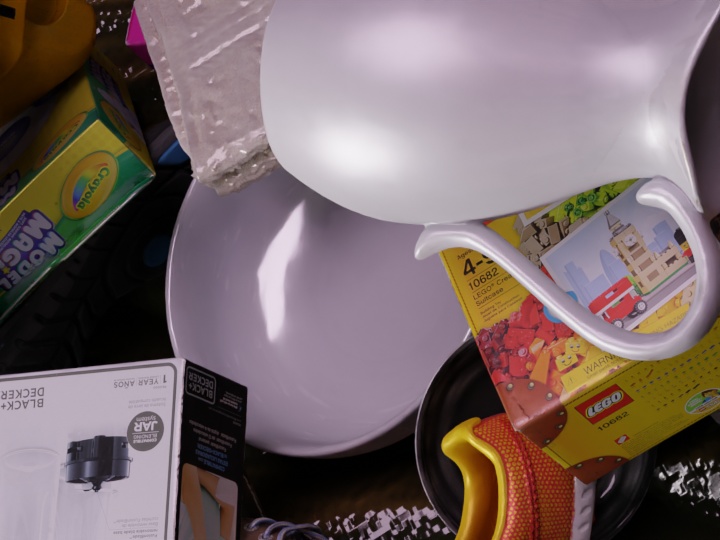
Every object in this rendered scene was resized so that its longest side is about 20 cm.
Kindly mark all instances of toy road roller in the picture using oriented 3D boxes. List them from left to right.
[{"bbox_3d":[-0.211,-0.107,1.412,0.123,0.146,0.201,-33,41,33],"label":"toy road roller"}]

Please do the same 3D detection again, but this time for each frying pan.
[{"bbox_3d":[0.088,0.116,1.308,0.114,0.031,0.191,-12,92,-7],"label":"frying pan"}]

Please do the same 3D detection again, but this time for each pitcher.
[{"bbox_3d":[0.061,-0.053,1.175,0.199,0.121,0.173,4,84,20],"label":"pitcher"}]

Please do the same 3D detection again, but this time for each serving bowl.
[{"bbox_3d":[0.000,0.000,1.394,0.199,0.066,0.201,-12,69,32],"label":"serving bowl"}]

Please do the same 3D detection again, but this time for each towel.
[{"bbox_3d":[-0.013,-0.131,1.375,0.199,0.034,0.133,-28,58,15],"label":"towel"}]

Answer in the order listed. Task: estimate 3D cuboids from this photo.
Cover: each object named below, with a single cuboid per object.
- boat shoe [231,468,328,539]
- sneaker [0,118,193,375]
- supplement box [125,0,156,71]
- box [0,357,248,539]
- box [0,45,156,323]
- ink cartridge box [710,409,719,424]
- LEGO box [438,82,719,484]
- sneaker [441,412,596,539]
[{"bbox_3d":[-0.043,0.154,1.337,0.072,0.072,0.201,-33,65,27],"label":"boat shoe"},{"bbox_3d":[-0.155,-0.011,1.492,0.200,0.073,0.082,-49,51,-3],"label":"sneaker"},{"bbox_3d":[-0.007,-0.144,1.461,0.199,0.101,0.104,0,67,30],"label":"supplement box"},{"bbox_3d":[-0.120,0.148,1.306,0.116,0.060,0.201,-7,71,28],"label":"box"},{"bbox_3d":[-0.168,-0.048,1.459,0.117,0.048,0.200,-43,24,7],"label":"box"},{"bbox_3d":[0.162,-0.053,1.328,0.146,0.084,0.200,-39,53,8],"label":"ink cartridge box"},{"bbox_3d":[0.140,-0.025,1.226,0.200,0.077,0.149,-32,56,13],"label":"LEGO box"},{"bbox_3d":[0.064,0.164,1.253,0.073,0.077,0.201,148,121,-64],"label":"sneaker"}]
